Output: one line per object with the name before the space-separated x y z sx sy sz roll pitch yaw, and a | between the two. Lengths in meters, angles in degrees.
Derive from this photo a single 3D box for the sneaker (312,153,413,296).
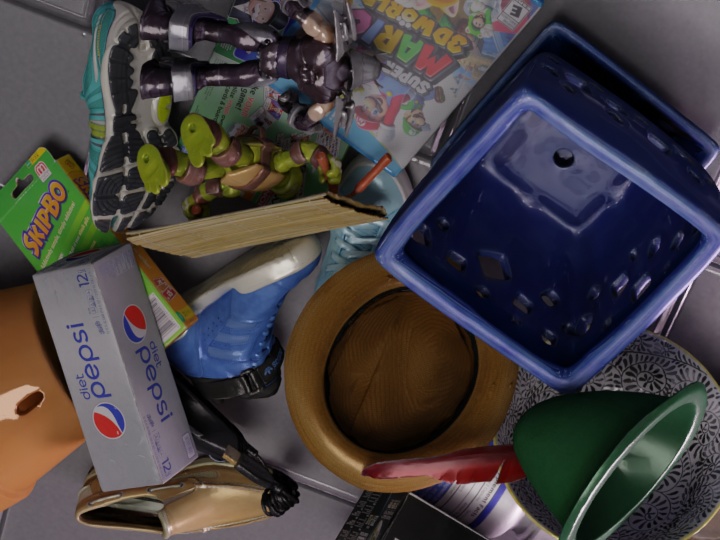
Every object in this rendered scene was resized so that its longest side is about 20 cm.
sneaker | 0.000 0.000 1.715 0.073 0.082 0.201 11 123 5

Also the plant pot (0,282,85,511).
plant pot | -0.311 0.099 1.794 0.139 0.200 0.201 -26 113 12

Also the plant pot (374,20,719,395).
plant pot | 0.155 -0.060 1.583 0.200 0.180 0.200 35 123 -9

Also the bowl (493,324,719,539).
bowl | 0.205 0.154 1.694 0.200 0.202 0.094 15 156 4

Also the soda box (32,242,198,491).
soda box | -0.207 0.082 1.733 0.068 0.063 0.201 -10 103 30

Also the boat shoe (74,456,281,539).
boat shoe | -0.168 0.221 1.893 0.199 0.076 0.072 -5 118 14

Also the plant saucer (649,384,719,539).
plant saucer | 0.300 0.175 1.781 0.199 0.032 0.201 6 121 9

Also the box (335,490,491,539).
box | 0.070 0.267 1.789 0.163 0.200 0.086 32 81 -7

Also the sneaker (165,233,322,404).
sneaker | -0.085 0.047 1.766 0.199 0.077 0.111 -30 104 32

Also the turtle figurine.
turtle figurine | -0.088 -0.086 1.631 0.199 0.161 0.065 -13 74 36

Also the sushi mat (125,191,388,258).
sushi mat | -0.086 -0.037 1.671 0.199 0.096 0.012 -10 78 29

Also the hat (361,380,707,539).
hat | 0.140 0.112 1.577 0.176 0.200 0.166 39 145 23

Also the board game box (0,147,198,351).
board game box | -0.233 -0.008 1.768 0.200 0.030 0.095 50 125 1

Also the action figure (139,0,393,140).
action figure | -0.072 -0.168 1.588 0.199 0.069 0.131 7 113 10

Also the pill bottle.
pill bottle | 0.095 0.162 1.774 0.199 0.112 0.112 29 123 -6

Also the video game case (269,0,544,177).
video game case | 0.029 -0.183 1.601 0.143 0.018 0.200 35 122 -10

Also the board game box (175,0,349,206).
board game box | -0.063 -0.143 1.675 0.134 0.029 0.201 24 123 -3

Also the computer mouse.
computer mouse | -0.134 0.150 1.798 0.200 0.140 0.046 44 90 -6

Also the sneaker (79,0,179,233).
sneaker | -0.195 -0.127 1.693 0.077 0.080 0.201 -9 121 -30

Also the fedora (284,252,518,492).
fedora | 0.032 0.083 1.673 0.199 0.082 0.202 0 83 -2
